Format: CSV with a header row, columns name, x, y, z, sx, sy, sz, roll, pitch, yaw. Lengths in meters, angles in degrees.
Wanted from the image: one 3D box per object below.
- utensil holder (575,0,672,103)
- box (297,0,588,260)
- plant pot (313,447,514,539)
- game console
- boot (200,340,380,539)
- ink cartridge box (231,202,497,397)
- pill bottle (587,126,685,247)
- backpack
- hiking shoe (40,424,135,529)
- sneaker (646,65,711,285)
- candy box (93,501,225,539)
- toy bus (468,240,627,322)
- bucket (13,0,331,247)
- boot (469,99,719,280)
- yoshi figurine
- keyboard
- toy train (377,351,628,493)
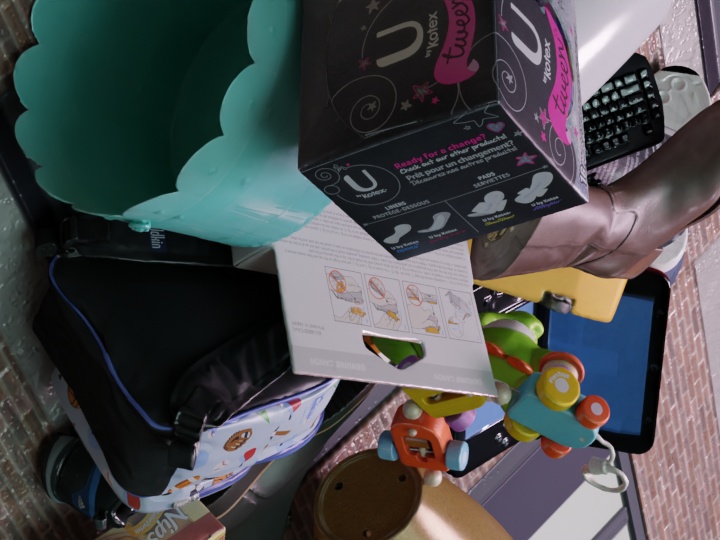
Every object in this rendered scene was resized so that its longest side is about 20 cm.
name,x,y,z,sx,sy,sz,roll,pitch,yaw
utensil holder,0.108,-0.182,1.266,0.200,0.169,0.171,-44,138,-23
box,0.047,-0.131,0.984,0.115,0.131,0.202,38,43,-47
plant pot,0.037,0.238,1.423,0.186,0.186,0.201,-46,138,-18
game console,0.171,0.094,1.536,0.172,0.118,0.202,-26,129,-36
boot,-0.058,0.151,1.367,0.199,0.077,0.139,-35,141,-14
ink cartridge box,0.000,0.000,1.170,0.199,0.045,0.178,11,63,-44
pill bottle,0.181,-0.092,1.426,0.199,0.106,0.107,18,99,-32
backpack,-0.106,0.060,1.160,0.189,0.201,0.155,-16,149,-32
hiking shoe,-0.130,0.125,1.249,0.199,0.086,0.075,-32,134,-31
sneaker,0.270,-0.072,1.596,0.147,0.080,0.202,88,11,-74
candy box,-0.163,0.261,1.282,0.115,0.055,0.201,-32,147,-32
toy bus,0.125,-0.016,1.414,0.199,0.078,0.066,17,100,-21
bucket,-0.098,-0.115,1.055,0.134,0.207,0.208,22,95,-50
boot,0.184,-0.061,1.285,0.199,0.064,0.187,4,129,-45
yoshi figurine,0.090,0.068,1.366,0.111,0.199,0.113,-12,120,-44
keyboard,0.148,-0.090,1.334,0.199,0.040,0.105,-21,101,-6
toy train,0.101,0.105,1.275,0.151,0.198,0.056,66,36,-46
